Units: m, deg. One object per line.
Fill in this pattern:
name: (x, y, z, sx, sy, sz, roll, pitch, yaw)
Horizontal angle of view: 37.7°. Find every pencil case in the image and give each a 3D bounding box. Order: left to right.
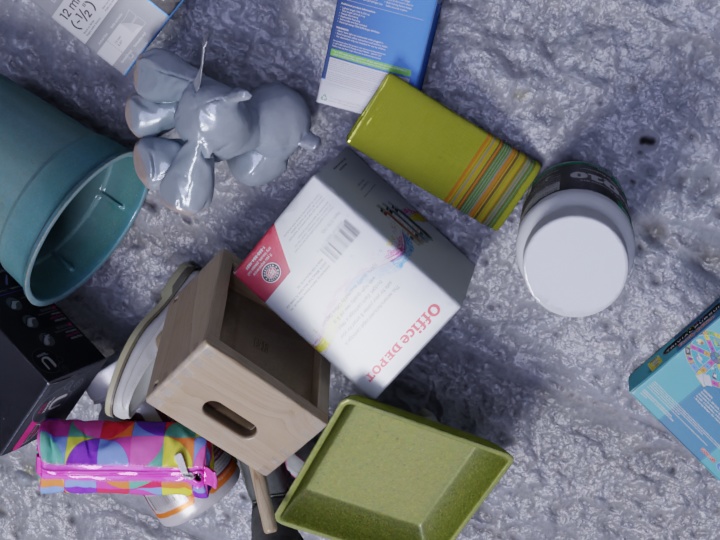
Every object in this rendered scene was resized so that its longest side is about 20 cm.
pencil case: (-0.251, 0.203, 1.141, 0.197, 0.089, 0.090, 1, 109, -3)

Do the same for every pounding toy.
pounding toy: (-0.118, 0.126, 1.098, 0.199, 0.185, 0.142, 37, 118, -23)

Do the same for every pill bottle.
pill bottle: (-0.237, 0.187, 1.242, 0.113, 0.114, 0.202, -27, 99, 19)
pill bottle: (0.209, -0.032, 1.025, 0.111, 0.200, 0.115, 3, 109, 10)

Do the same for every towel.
towel: (0.087, -0.121, 1.086, 0.198, 0.018, 0.087, 28, 109, -21)

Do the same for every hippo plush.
hippo plush: (-0.137, -0.165, 1.094, 0.160, 0.160, 0.201, 54, 130, 22)

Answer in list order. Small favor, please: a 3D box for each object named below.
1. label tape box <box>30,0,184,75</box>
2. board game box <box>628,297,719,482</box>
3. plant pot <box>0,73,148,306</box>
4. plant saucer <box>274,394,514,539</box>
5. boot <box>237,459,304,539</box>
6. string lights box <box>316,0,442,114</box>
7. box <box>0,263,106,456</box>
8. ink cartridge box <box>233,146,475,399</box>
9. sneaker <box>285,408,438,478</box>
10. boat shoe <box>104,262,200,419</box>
label tape box: (-0.276, -0.320, 1.075, 0.199, 0.067, 0.143, 37, 124, -20)
board game box: (0.407, 0.109, 1.108, 0.151, 0.047, 0.200, 44, 111, -3)
plant pot: (-0.364, -0.102, 1.147, 0.195, 0.200, 0.201, 37, 112, 8)
plant saucer: (0.032, 0.219, 1.134, 0.197, 0.048, 0.201, 20, 123, -14)
boot: (-0.113, 0.223, 1.202, 0.072, 0.182, 0.203, -10, 110, -12)
string lights box: (0.028, -0.260, 1.069, 0.101, 0.059, 0.203, 16, 110, 7)
box: (-0.403, 0.082, 1.166, 0.200, 0.106, 0.123, 43, 113, 10)
ink cartridge box: (0.000, 0.000, 1.112, 0.200, 0.145, 0.145, 43, 111, -2)
sneaker: (0.009, 0.197, 1.214, 0.197, 0.081, 0.090, -5, 105, 5)
boat shoe: (-0.211, 0.082, 1.167, 0.068, 0.201, 0.075, 23, 150, 5)
